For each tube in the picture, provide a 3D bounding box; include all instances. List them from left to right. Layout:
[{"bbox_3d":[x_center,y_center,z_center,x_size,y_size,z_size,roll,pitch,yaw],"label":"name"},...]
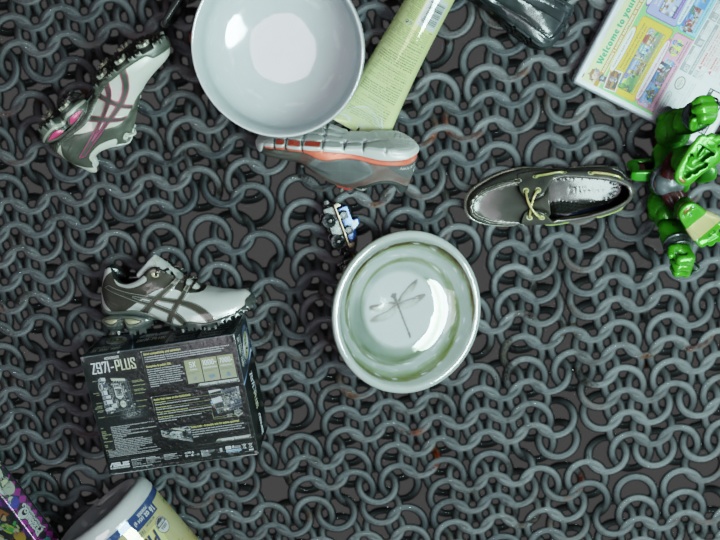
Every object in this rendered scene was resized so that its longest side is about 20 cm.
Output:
[{"bbox_3d":[0.042,-0.249,1.036,0.058,0.052,0.200,44,114,36],"label":"tube"}]

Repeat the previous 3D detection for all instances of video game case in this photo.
[{"bbox_3d":[-0.504,0.362,1.181,0.200,0.036,0.182,-29,99,27],"label":"video game case"},{"bbox_3d":[0.375,-0.273,1.025,0.182,0.022,0.200,26,104,-4],"label":"video game case"}]

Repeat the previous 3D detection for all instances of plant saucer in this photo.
[{"bbox_3d":[0.052,0.049,1.084,0.200,0.050,0.201,-2,96,-21],"label":"plant saucer"}]

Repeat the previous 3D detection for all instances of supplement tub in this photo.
[{"bbox_3d":[-0.282,0.390,1.154,0.144,0.144,0.200,-36,100,10],"label":"supplement tub"}]

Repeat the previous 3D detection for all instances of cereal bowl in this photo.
[{"bbox_3d":[-0.092,-0.258,1.018,0.199,0.083,0.201,1,103,2],"label":"cereal bowl"}]

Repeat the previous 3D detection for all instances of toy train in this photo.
[{"bbox_3d":[0.000,0.000,1.102,0.046,0.034,0.200,-23,103,-5],"label":"toy train"}]

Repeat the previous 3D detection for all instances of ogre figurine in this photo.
[{"bbox_3d":[0.366,-0.108,1.002,0.098,0.120,0.200,-20,114,7],"label":"ogre figurine"}]

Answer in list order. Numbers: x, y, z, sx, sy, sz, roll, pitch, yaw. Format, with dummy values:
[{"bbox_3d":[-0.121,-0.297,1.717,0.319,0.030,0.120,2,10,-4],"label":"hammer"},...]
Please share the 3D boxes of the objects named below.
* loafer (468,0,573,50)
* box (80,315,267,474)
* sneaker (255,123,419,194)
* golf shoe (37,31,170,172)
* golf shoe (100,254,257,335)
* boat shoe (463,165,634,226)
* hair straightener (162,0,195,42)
[{"bbox_3d":[0.155,-0.333,1.000,0.200,0.068,0.070,34,95,-11],"label":"loafer"},{"bbox_3d":[-0.235,0.159,1.125,0.199,0.086,0.164,-9,103,5],"label":"box"},{"bbox_3d":[-0.031,-0.127,1.054,0.199,0.077,0.082,9,126,11],"label":"sneaker"},{"bbox_3d":[-0.293,-0.206,1.056,0.200,0.077,0.088,-37,119,13],"label":"golf shoe"},{"bbox_3d":[-0.232,0.026,1.098,0.199,0.078,0.095,-4,103,2],"label":"golf shoe"},{"bbox_3d":[0.226,-0.090,1.056,0.201,0.061,0.072,-9,104,5],"label":"boat shoe"},{"bbox_3d":[-0.185,-0.372,1.016,0.077,0.041,0.200,27,104,-4],"label":"hair straightener"}]
